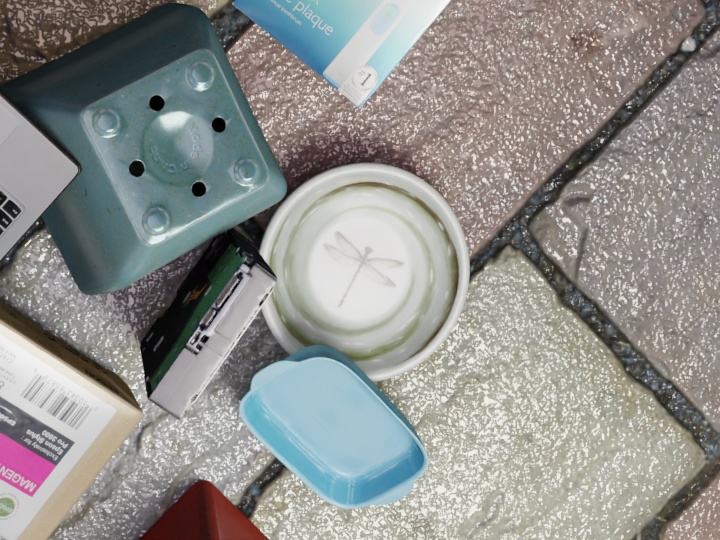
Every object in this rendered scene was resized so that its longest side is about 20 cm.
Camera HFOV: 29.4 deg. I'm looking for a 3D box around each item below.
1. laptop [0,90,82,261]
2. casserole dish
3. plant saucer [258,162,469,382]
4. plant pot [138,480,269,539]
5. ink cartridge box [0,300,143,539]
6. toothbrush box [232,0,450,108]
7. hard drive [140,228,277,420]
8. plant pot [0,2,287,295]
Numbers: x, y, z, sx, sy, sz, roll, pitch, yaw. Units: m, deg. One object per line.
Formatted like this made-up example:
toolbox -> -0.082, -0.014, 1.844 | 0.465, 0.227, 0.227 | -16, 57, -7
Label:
laptop -> -0.343, -0.055, 0.985 | 0.187, 0.116, 0.200 | 43, 104, -11
casserole dish -> -0.023, 0.140, 1.258 | 0.120, 0.039, 0.200 | -31, 121, 21
plant saucer -> 0.000, 0.000, 1.262 | 0.197, 0.050, 0.203 | -2, 99, -10
plant pot -> -0.137, 0.347, 1.230 | 0.200, 0.176, 0.200 | -45, 104, -1
ink cartridge box -> -0.315, 0.126, 1.184 | 0.199, 0.075, 0.165 | 38, 90, -32
toothbrush box -> 0.009, -0.268, 1.173 | 0.146, 0.086, 0.200 | 38, 109, -14
hard drive -> -0.132, 0.038, 1.166 | 0.038, 0.200, 0.140 | 35, 91, -14
plant pot -> -0.168, -0.100, 1.121 | 0.194, 0.200, 0.198 | -30, 104, -16
